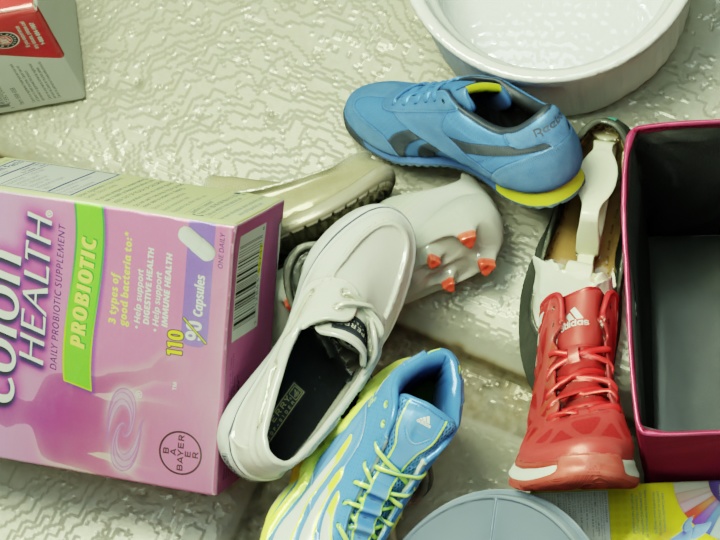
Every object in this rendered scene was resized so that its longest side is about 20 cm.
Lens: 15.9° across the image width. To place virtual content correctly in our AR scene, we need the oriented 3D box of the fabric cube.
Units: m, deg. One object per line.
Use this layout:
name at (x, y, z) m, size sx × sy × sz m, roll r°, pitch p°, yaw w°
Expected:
fabric cube at (0.264, 0.031, 1.571) m, size 0.200 × 0.199 × 0.196 m, roll -2°, pitch 71°, yaw 7°

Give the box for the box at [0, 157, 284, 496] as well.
box at (-0.162, 0.033, 1.640) m, size 0.200 × 0.097 × 0.176 m, roll 9°, pitch 104°, yaw 16°

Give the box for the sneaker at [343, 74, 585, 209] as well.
sneaker at (0.063, -0.104, 1.680) m, size 0.200 × 0.078 × 0.066 m, roll 22°, pitch 53°, yaw 42°

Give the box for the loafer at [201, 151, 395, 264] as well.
loafer at (-0.074, -0.036, 1.708) m, size 0.200 × 0.076 × 0.068 m, roll -25°, pitch 75°, yaw 0°

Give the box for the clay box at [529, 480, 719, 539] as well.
clay box at (0.203, 0.185, 1.535) m, size 0.200 × 0.048 × 0.115 m, roll -2°, pitch 71°, yaw 2°

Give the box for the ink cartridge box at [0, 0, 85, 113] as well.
ink cartridge box at (-0.302, -0.163, 1.748) m, size 0.200 × 0.144 × 0.084 m, roll -10°, pitch 68°, yaw 4°

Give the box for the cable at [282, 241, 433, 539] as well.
cable at (-0.003, 0.081, 1.638) m, size 0.097 × 0.050 × 0.200 m, roll -2°, pitch 99°, yaw 2°

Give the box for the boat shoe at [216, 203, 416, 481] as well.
boat shoe at (-0.017, 0.041, 1.586) m, size 0.072 × 0.066 × 0.200 m, roll 43°, pitch 66°, yaw -17°

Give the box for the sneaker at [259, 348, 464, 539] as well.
sneaker at (0.002, 0.122, 1.555) m, size 0.076 × 0.105 × 0.200 m, roll 30°, pitch 61°, yaw -2°

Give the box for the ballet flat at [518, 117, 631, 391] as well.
ballet flat at (0.141, -0.010, 1.671) m, size 0.068 × 0.068 × 0.200 m, roll 7°, pitch 72°, yaw 9°

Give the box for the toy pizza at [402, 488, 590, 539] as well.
toy pizza at (0.076, 0.228, 1.508) m, size 0.200 × 0.032 × 0.200 m, roll -17°, pitch 65°, yaw 39°

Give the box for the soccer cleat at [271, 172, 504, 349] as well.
soccer cleat at (0.000, 0.000, 1.697) m, size 0.200 × 0.069 × 0.078 m, roll -23°, pitch 39°, yaw 7°

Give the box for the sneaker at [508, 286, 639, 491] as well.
sneaker at (0.124, 0.069, 1.549) m, size 0.078 × 0.200 × 0.116 m, roll -1°, pitch 92°, yaw -3°

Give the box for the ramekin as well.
ramekin at (0.130, -0.201, 1.725) m, size 0.200 × 0.098 × 0.201 m, roll -2°, pitch 71°, yaw 7°
